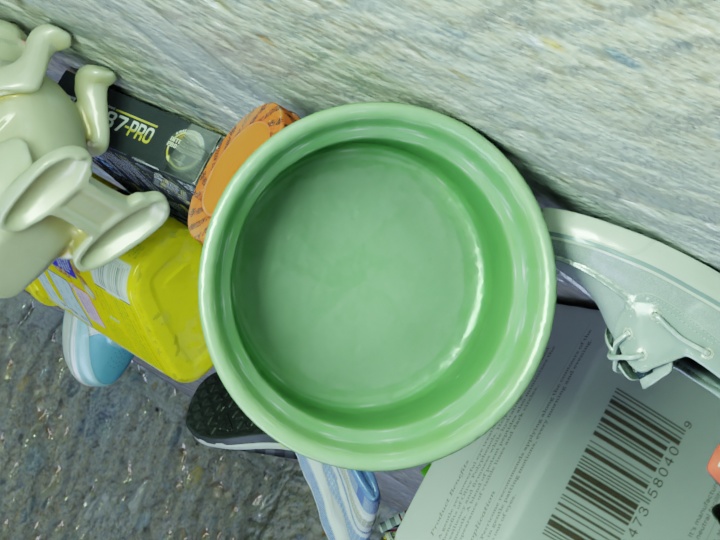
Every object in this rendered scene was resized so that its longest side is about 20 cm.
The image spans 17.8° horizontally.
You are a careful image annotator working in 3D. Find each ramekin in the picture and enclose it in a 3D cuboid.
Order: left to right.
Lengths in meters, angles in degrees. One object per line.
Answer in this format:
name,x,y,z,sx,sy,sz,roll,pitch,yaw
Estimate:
ramekin,0.004,0.007,1.293,0.199,0.201,0.098,30,179,-8

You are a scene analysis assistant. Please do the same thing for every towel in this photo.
towel,-0.026,0.134,1.731,0.200,0.024,0.148,104,145,-70

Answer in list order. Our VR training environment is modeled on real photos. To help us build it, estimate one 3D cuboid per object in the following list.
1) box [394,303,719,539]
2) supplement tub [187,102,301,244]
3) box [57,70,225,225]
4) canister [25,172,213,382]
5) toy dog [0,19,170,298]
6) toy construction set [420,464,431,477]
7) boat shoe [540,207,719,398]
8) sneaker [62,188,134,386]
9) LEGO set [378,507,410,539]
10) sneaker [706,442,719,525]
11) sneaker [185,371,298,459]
box,0.170,0.154,1.569,0.199,0.200,0.171,31,171,-21
supplement tub,-0.001,-0.011,1.423,0.199,0.123,0.122,32,171,-24
box,-0.132,-0.069,1.757,0.161,0.049,0.200,26,171,32
canister,-0.198,-0.008,1.812,0.199,0.087,0.149,29,153,39
toy dog,-0.252,-0.089,1.629,0.139,0.194,0.201,18,-144,-52
toy construction set,0.090,0.152,2.179,0.132,0.092,0.200,56,155,-14
boat shoe,0.176,0.034,1.289,0.200,0.072,0.070,28,171,5
sneaker,-0.175,0.033,1.928,0.079,0.201,0.130,0,-150,-45
LEGO set,0.067,0.159,1.733,0.153,0.115,0.201,-10,-108,-63
sneaker,0.262,0.167,1.394,0.084,0.075,0.201,25,151,40
sneaker,-0.062,0.136,1.933,0.199,0.072,0.083,5,151,42
